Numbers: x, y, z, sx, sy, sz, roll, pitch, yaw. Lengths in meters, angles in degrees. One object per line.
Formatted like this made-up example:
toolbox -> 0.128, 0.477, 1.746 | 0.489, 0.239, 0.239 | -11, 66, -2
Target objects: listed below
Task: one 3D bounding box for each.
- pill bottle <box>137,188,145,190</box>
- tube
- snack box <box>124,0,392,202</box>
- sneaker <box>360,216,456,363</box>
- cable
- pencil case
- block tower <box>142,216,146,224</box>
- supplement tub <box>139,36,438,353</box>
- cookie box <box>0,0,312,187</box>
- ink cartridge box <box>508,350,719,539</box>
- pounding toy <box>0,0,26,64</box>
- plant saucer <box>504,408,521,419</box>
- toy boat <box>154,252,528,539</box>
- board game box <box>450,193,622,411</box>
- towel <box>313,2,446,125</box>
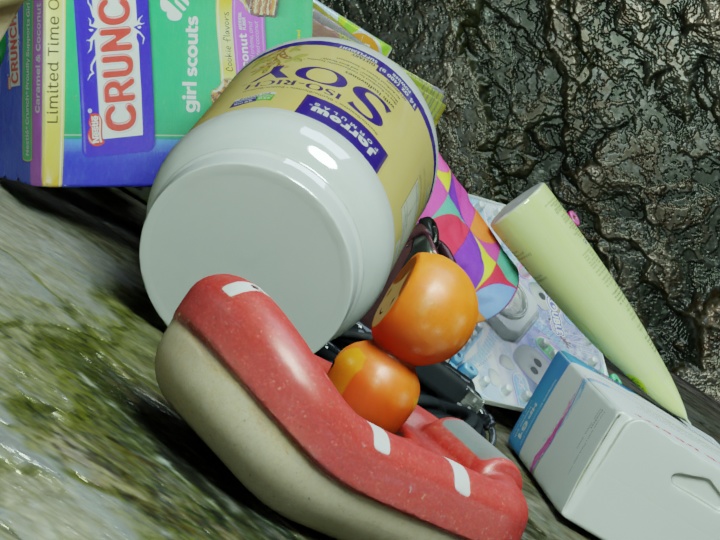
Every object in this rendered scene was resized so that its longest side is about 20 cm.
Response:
pill bottle -> -0.222, -0.146, 1.565 | 0.199, 0.113, 0.112 | 31, 5, 0
tube -> 0.172, 0.029, 1.547 | 0.200, 0.052, 0.058 | 51, 44, -5
snack box -> -0.087, -0.124, 1.662 | 0.142, 0.201, 0.053 | 30, 4, -13
sneaker -> 0.000, 0.000, 1.479 | 0.199, 0.116, 0.076 | 35, 7, 25
cable -> -0.009, 0.057, 1.338 | 0.200, 0.051, 0.163 | 37, 12, 23
pencil case -> 0.034, -0.042, 1.527 | 0.200, 0.088, 0.088 | 51, -5, -29
block tower -> -0.110, -0.027, 1.431 | 0.054, 0.058, 0.200 | 30, 7, -10
supplement tub -> -0.040, -0.041, 1.244 | 0.145, 0.146, 0.200 | 31, 27, -1
cookie box -> -0.131, -0.140, 1.362 | 0.199, 0.173, 0.075 | -3, 7, -35
ink cartridge box -> 0.195, 0.142, 1.470 | 0.144, 0.085, 0.200 | 30, 4, -10
pounding toy -> -0.242, -0.152, 1.124 | 0.199, 0.185, 0.142 | 29, 6, -23
plant saucer -> 0.158, 0.110, 1.809 | 0.199, 0.037, 0.199 | 37, 8, 40
toy boat -> 0.006, 0.050, 0.983 | 0.199, 0.131, 0.130 | 28, 6, -38
board game box -> 0.115, 0.019, 1.679 | 0.199, 0.026, 0.201 | 14, 49, -34
towel -> -0.034, -0.087, 1.630 | 0.143, 0.201, 0.023 | 30, -2, -18
